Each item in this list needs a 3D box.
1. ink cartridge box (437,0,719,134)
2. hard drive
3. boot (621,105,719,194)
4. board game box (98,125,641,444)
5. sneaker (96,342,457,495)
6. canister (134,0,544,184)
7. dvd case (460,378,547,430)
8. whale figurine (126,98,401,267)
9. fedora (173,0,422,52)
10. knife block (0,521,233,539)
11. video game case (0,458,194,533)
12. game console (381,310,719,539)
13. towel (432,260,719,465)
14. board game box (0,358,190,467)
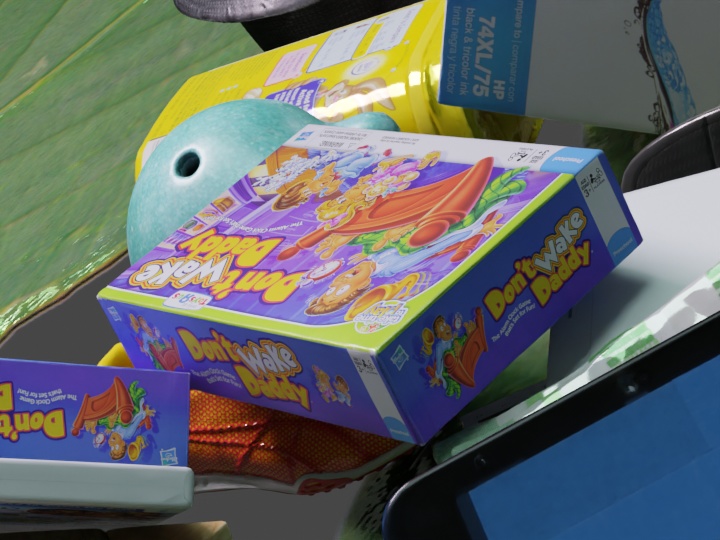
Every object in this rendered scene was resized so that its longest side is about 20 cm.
[{"bbox_3d":[0.149,-0.161,1.265,0.198,0.147,0.147,9,30,7],"label":"ink cartridge box"},{"bbox_3d":[0.172,0.003,1.037,0.199,0.026,0.132,-15,41,22],"label":"hard drive"},{"bbox_3d":[0.225,-0.064,1.152,0.202,0.074,0.154,-18,7,23],"label":"boot"},{"bbox_3d":[0.000,0.000,1.085,0.134,0.045,0.199,-41,28,-27],"label":"board game box"},{"bbox_3d":[-0.041,0.056,1.172,0.199,0.078,0.073,-9,26,29],"label":"sneaker"},{"bbox_3d":[-0.010,-0.079,1.418,0.199,0.087,0.149,-15,24,25],"label":"canister"},{"bbox_3d":[0.125,0.078,1.025,0.149,0.025,0.200,-24,24,2],"label":"dvd case"},{"bbox_3d":[-0.033,-0.017,1.267,0.199,0.104,0.160,21,73,44],"label":"whale figurine"},{"bbox_3d":[-0.020,-0.173,1.618,0.199,0.092,0.201,-21,23,9],"label":"fedora"},{"bbox_3d":[-0.124,0.164,1.001,0.199,0.064,0.175,-6,18,36],"label":"knife block"},{"bbox_3d":[-0.153,0.095,1.073,0.142,0.018,0.200,4,-10,-12],"label":"video game case"},{"bbox_3d":[0.132,0.106,0.836,0.199,0.119,0.171,-29,23,-7],"label":"game console"},{"bbox_3d":[0.138,0.055,0.958,0.199,0.023,0.153,-33,39,-4],"label":"towel"},{"bbox_3d":[-0.168,0.073,1.135,0.133,0.045,0.200,5,-11,-21],"label":"board game box"}]
